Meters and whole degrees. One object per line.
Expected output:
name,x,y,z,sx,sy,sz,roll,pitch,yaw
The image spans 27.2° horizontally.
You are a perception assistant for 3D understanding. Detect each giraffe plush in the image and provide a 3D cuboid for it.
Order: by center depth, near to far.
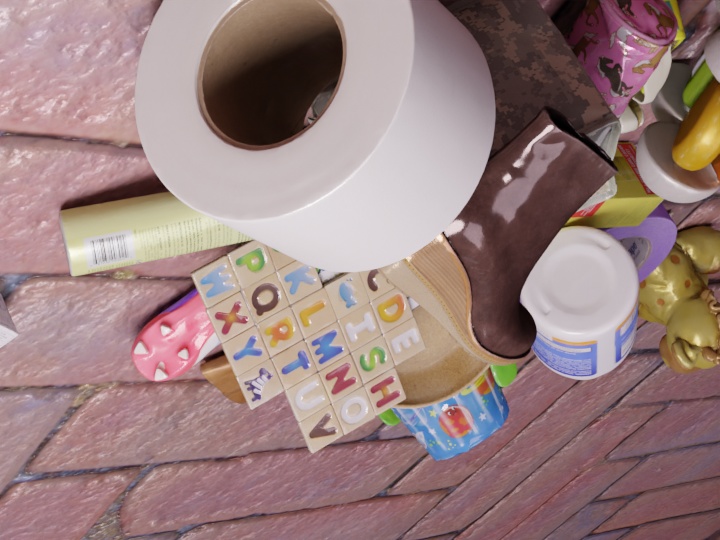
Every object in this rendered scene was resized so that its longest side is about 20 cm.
giraffe plush,0.380,0.046,1.726,0.172,0.163,0.200,-27,155,-3

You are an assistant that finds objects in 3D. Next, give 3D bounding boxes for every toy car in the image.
toy car,0.341,-0.146,1.291,0.149,0.201,0.175,26,135,-4

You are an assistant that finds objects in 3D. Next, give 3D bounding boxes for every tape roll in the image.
tape roll,-0.027,-0.111,0.971,0.202,0.203,0.139,-35,153,15
tape roll,0.233,-0.018,1.572,0.199,0.066,0.200,-24,155,-12

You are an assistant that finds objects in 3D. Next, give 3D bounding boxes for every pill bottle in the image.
pill bottle,0.215,0.041,1.455,0.112,0.113,0.200,-27,159,-1

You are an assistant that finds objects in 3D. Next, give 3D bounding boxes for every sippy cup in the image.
sippy cup,0.085,0.120,1.548,0.139,0.131,0.178,-32,-174,-5

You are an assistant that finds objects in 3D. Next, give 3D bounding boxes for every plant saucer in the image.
plant saucer,0.050,0.026,1.358,0.199,0.035,0.202,-7,107,-24

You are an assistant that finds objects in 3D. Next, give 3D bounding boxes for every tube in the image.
tube,-0.129,-0.039,1.143,0.199,0.052,0.058,-11,-169,-11

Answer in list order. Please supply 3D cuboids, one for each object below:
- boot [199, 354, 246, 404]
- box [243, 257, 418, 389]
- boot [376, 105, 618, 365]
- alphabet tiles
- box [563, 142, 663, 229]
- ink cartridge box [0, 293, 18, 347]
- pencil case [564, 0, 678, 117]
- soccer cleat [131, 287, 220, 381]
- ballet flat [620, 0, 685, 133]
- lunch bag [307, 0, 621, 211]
boot,-0.064,0.054,1.441,0.199,0.069,0.188,-20,160,5
box,0.000,0.000,1.286,0.199,0.035,0.110,-35,116,-13
boot,0.120,-0.018,1.061,0.166,0.073,0.200,-38,140,16
alphabet tiles,-0.034,0.050,1.259,0.167,0.008,0.201,-29,114,-17
box,0.200,-0.080,1.412,0.199,0.076,0.050,-3,145,-41
ink cartridge box,-0.348,0.031,1.095,0.094,0.044,0.200,-34,154,7
pencil case,0.181,-0.153,1.234,0.200,0.086,0.083,-54,-179,42
soccer cleat,-0.118,0.029,1.323,0.199,0.067,0.076,-36,-173,3
ballet flat,0.229,-0.161,1.297,0.066,0.067,0.200,-15,152,-25
lunch bag,0.074,-0.102,1.133,0.199,0.165,0.118,-23,149,-7
